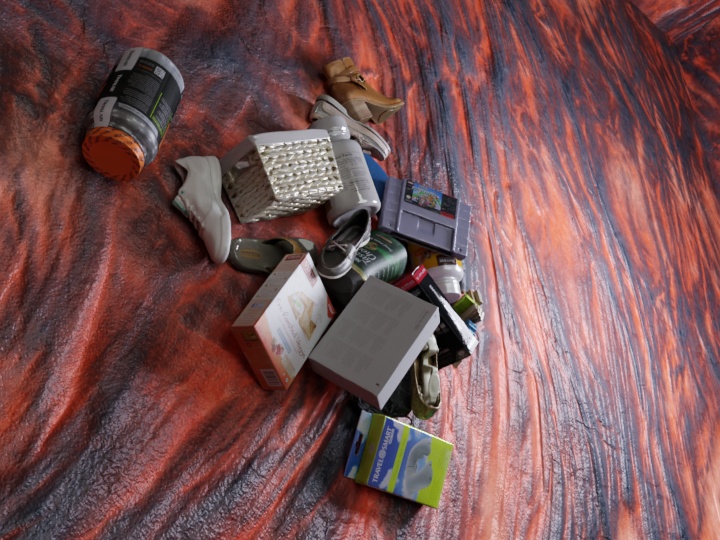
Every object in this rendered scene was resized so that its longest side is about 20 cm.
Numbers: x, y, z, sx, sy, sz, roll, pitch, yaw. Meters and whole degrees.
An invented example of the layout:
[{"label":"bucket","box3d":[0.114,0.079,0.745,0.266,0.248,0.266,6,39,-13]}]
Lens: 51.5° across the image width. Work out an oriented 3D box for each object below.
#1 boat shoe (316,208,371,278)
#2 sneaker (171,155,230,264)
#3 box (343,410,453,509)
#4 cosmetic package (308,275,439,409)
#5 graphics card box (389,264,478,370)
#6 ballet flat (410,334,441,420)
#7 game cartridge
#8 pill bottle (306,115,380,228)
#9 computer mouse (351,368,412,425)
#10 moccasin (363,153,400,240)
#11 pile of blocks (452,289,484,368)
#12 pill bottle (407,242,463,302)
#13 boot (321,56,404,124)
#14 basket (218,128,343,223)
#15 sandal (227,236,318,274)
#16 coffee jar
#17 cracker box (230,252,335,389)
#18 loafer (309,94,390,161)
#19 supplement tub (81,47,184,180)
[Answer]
[{"label":"boat shoe","box3d":[-0.030,-0.054,1.378,0.065,0.058,0.200,16,32,14]},{"label":"sneaker","box3d":[-0.275,-0.102,1.267,0.087,0.075,0.204,-1,62,-30]},{"label":"box","box3d":[0.072,0.339,1.336,0.197,0.047,0.125,27,72,-31]},{"label":"cosmetic package","box3d":[0.026,0.120,1.299,0.201,0.148,0.052,-51,148,-26]},{"label":"graphics card box","box3d":[0.130,0.100,1.491,0.202,0.125,0.051,53,42,-6]},{"label":"ballet flat","box3d":[0.125,0.175,1.405,0.069,0.065,0.206,3,71,-28]},{"label":"game cartridge","box3d":[0.136,-0.111,1.548,0.195,0.038,0.133,18,65,-14]},{"label":"pill bottle","box3d":[-0.041,-0.200,1.501,0.113,0.114,0.205,-6,71,-45]},{"label":"computer mouse","box3d":[0.063,0.215,1.423,0.138,0.052,0.202,40,56,-17]},{"label":"moccasin","box3d":[0.034,-0.148,1.582,0.080,0.068,0.203,-28,88,-39]},{"label":"pile of blocks","box3d":[0.212,0.108,1.597,0.062,0.081,0.203,38,47,-21]},{"label":"pill bottle","box3d":[0.159,-0.032,1.604,0.107,0.108,0.205,9,62,-40]},{"label":"boot","box3d":[0.005,-0.412,1.706,0.198,0.076,0.158,-26,82,-41]},{"label":"basket","box3d":[-0.145,-0.172,1.375,0.198,0.134,0.126,-15,81,-47]},{"label":"sandal","box3d":[-0.149,-0.034,1.348,0.197,0.054,0.084,7,63,-41]},{"label":"coffee jar","box3d":[0.000,0.000,1.438,0.103,0.087,0.199,30,37,22]},{"label":"cracker box","box3d":[-0.126,0.083,1.270,0.201,0.056,0.136,-58,133,-45]},{"label":"loafer","box3d":[-0.026,-0.293,1.612,0.198,0.072,0.064,37,63,-15]},{"label":"supplement tub","box3d":[-0.369,-0.252,1.209,0.121,0.122,0.204,32,48,-26]}]
